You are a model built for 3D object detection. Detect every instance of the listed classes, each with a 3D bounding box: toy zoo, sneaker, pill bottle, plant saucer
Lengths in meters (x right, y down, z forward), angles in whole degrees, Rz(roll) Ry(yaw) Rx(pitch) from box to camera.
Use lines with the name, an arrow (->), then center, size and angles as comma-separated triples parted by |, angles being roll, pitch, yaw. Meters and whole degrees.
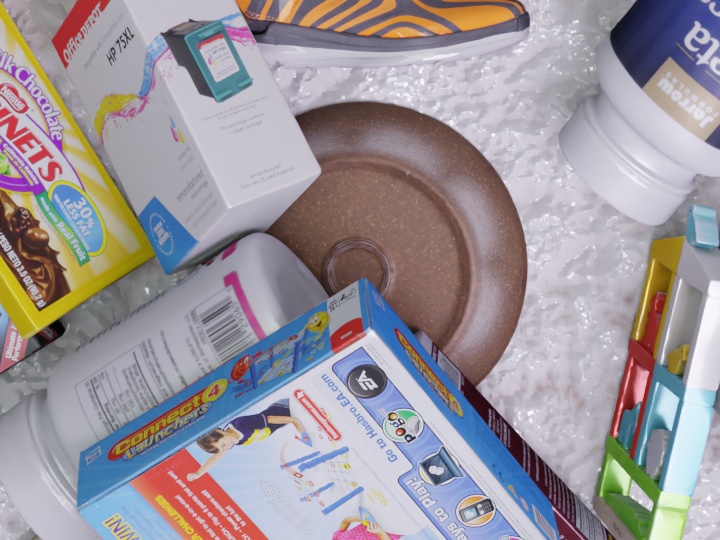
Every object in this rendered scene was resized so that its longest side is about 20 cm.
toy zoo -> 0.178, 0.061, 1.389 | 0.020, 0.131, 0.201 | 11, 98, -9
sneaker -> -0.002, -0.175, 1.405 | 0.199, 0.078, 0.113 | -1, 98, 6
pill bottle -> -0.109, 0.075, 1.401 | 0.200, 0.113, 0.114 | -32, 93, 15
plant saucer -> 0.000, 0.000, 1.449 | 0.200, 0.037, 0.201 | 1, 97, 7
pill bottle -> 0.204, -0.124, 1.363 | 0.111, 0.111, 0.200 | 39, 114, 0

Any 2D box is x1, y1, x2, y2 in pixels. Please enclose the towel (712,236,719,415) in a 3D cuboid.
towel -> 0.243, -0.011, 1.353 | 0.048, 0.171, 0.201 | 23, 100, -7

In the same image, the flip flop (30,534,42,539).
flip flop -> -0.155, 0.174, 1.475 | 0.200, 0.058, 0.081 | -45, 88, 9

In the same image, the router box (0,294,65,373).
router box -> -0.303, 0.028, 1.472 | 0.200, 0.062, 0.150 | -32, 92, 9

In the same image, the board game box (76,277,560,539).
board game box -> -0.021, 0.132, 1.344 | 0.195, 0.056, 0.200 | -31, 119, 14

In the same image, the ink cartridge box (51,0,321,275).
ink cartridge box -> -0.111, -0.113, 1.384 | 0.067, 0.116, 0.201 | -23, 80, -29

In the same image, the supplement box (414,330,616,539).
supplement box -> 0.062, 0.147, 1.430 | 0.109, 0.061, 0.200 | -40, 101, 14

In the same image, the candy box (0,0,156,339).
candy box -> -0.213, -0.069, 1.438 | 0.026, 0.102, 0.200 | -28, 96, 53
